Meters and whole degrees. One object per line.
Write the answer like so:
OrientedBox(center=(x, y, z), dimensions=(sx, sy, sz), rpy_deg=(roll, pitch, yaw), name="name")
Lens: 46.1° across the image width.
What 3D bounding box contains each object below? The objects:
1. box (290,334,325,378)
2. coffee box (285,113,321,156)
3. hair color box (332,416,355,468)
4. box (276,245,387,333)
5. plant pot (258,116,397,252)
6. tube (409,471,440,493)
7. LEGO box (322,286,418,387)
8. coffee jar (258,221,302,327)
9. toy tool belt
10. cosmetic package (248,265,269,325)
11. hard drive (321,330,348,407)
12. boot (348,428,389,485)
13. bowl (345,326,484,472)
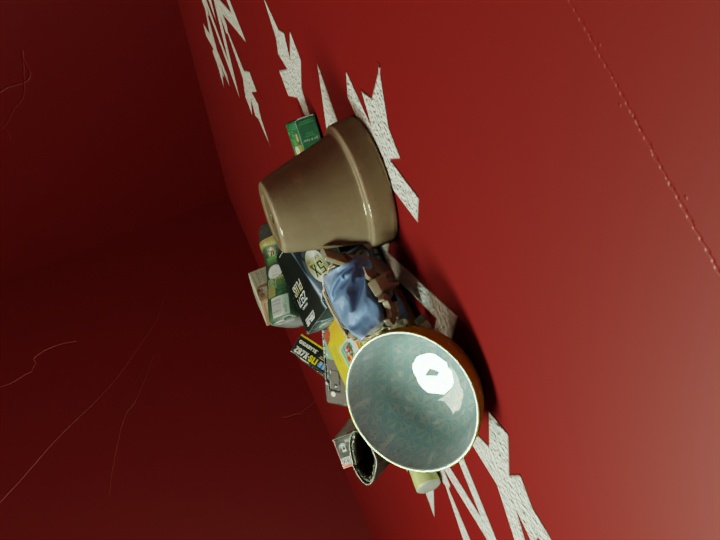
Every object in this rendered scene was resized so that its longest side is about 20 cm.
OrientedBox(center=(-0.038, 0.223, 1.789), dimensions=(0.159, 0.050, 0.200), rpy_deg=(30, 170, 37), name="box")
OrientedBox(center=(-0.085, -0.192, 1.611), dimensions=(0.123, 0.043, 0.204), rpy_deg=(-154, 46, -75), name="coffee box")
OrientedBox(center=(0.018, 0.320, 1.670), dimensions=(0.200, 0.100, 0.062), rpy_deg=(-19, -92, -78), name="hair color box")
OrientedBox(center=(-0.054, -0.012, 1.484), dimensions=(0.200, 0.085, 0.166), rpy_deg=(-50, 58, 50), name="box")
OrientedBox(center=(-0.059, -0.112, 1.286), dimensions=(0.200, 0.172, 0.204), rpy_deg=(160, 90, -79), name="plant pot")
OrientedBox(center=(0.098, 0.336, 1.660), dimensions=(0.058, 0.051, 0.202), rpy_deg=(-59, 41, 41), name="tube")
OrientedBox(center=(0.035, 0.139, 1.363), dimensions=(0.149, 0.076, 0.202), rpy_deg=(-51, 53, 39), name="LEGO box")
OrientedBox(center=(-0.136, 0.003, 1.626), dimensions=(0.084, 0.103, 0.204), rpy_deg=(-20, 71, 37), name="coffee jar")
OrientedBox(center=(0.013, 0.054, 1.251), dimensions=(0.201, 0.125, 0.123), rpy_deg=(55, -168, 29), name="toy tool belt")
OrientedBox(center=(-0.134, 0.028, 1.847), dimensions=(0.104, 0.197, 0.088), rpy_deg=(81, 163, -55), name="cosmetic package")
OrientedBox(center=(-0.008, 0.161, 1.590), dimensions=(0.138, 0.038, 0.204), rpy_deg=(6, 108, 35), name="hard drive")
OrientedBox(center=(0.057, 0.319, 1.497), dimensions=(0.185, 0.071, 0.200), rpy_deg=(69, -156, -12), name="boot")
OrientedBox(center=(0.088, 0.160, 1.163), dimensions=(0.107, 0.197, 0.204), rpy_deg=(-32, -75, -57), name="bowl")
